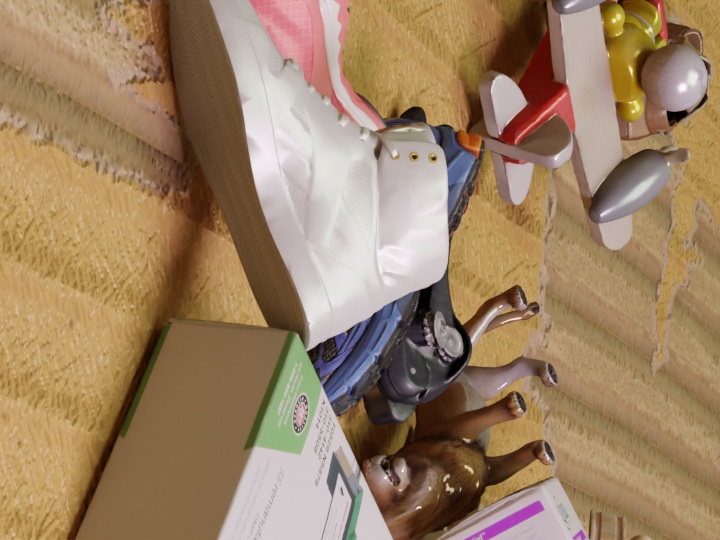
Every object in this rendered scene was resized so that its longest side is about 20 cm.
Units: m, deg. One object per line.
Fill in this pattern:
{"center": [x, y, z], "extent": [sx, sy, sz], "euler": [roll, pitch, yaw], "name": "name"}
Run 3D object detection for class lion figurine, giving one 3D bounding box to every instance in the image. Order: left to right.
{"center": [0.057, 0.092, 1.790], "extent": [0.073, 0.122, 0.200], "euler": [57, 22, -20], "name": "lion figurine"}

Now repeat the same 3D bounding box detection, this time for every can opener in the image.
{"center": [0.030, -0.008, 1.748], "extent": [0.063, 0.078, 0.201], "euler": [29, 59, -48], "name": "can opener"}

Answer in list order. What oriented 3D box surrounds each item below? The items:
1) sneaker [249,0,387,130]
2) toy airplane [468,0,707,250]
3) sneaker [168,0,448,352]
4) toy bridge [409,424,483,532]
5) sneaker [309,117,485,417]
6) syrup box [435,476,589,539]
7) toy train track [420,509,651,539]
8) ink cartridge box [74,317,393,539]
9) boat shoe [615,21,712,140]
{"center": [-0.042, -0.085, 1.572], "extent": [0.087, 0.073, 0.201], "euler": [-46, 131, -39], "name": "sneaker"}
{"center": [0.160, -0.127, 1.927], "extent": [0.200, 0.140, 0.201], "euler": [26, 70, -66], "name": "toy airplane"}
{"center": [-0.021, -0.071, 1.503], "extent": [0.115, 0.074, 0.201], "euler": [-24, 102, -26], "name": "sneaker"}
{"center": [0.062, 0.181, 1.888], "extent": [0.200, 0.027, 0.067], "euler": [66, 36, -48], "name": "toy bridge"}
{"center": [0.000, 0.000, 1.668], "extent": [0.075, 0.078, 0.201], "euler": [89, 26, -75], "name": "sneaker"}
{"center": [0.124, 0.228, 1.713], "extent": [0.201, 0.081, 0.079], "euler": [63, 8, 5], "name": "syrup box"}
{"center": [0.113, 0.180, 1.793], "extent": [0.033, 0.199, 0.115], "euler": [104, -3, -47], "name": "toy train track"}
{"center": [-0.061, 0.145, 1.519], "extent": [0.200, 0.084, 0.147], "euler": [65, 36, -48], "name": "ink cartridge box"}
{"center": [0.232, -0.140, 2.183], "extent": [0.200, 0.071, 0.076], "euler": [-44, 133, -58], "name": "boat shoe"}
